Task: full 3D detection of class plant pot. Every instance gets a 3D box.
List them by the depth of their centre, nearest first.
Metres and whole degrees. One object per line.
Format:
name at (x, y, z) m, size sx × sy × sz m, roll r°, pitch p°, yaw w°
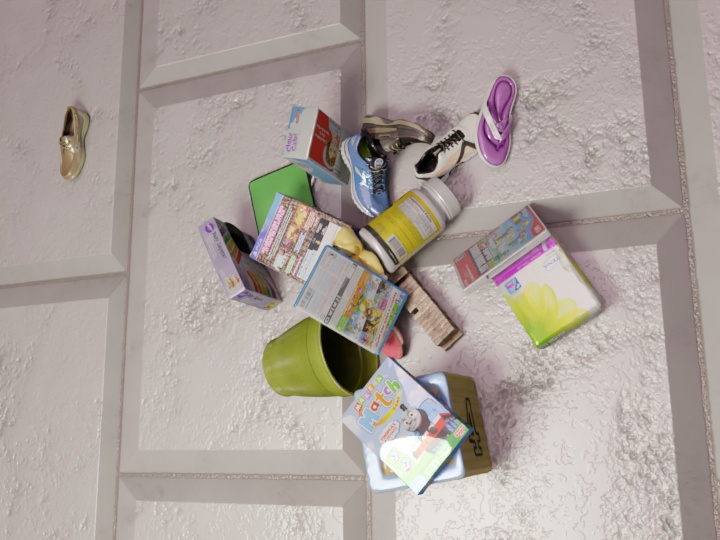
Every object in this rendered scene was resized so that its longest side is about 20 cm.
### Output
plant pot at (-0.097, 0.186, 1.631) m, size 0.193 × 0.200 × 0.201 m, roll -20°, pitch 72°, yaw 32°

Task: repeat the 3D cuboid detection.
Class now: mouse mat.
mouse mat at (-0.179, -0.145, 1.809) m, size 0.160 × 0.008 × 0.201 m, roll -19°, pitch 74°, yaw 19°

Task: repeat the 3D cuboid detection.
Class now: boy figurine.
boy figurine at (0.000, 0.000, 1.612) m, size 0.124 × 0.200 × 0.064 m, roll 9°, pitch 45°, yaw 37°

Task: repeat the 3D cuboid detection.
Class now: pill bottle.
pill bottle at (0.105, -0.098, 1.610) m, size 0.200 × 0.114 × 0.114 m, roll -39°, pitch 66°, yaw -7°

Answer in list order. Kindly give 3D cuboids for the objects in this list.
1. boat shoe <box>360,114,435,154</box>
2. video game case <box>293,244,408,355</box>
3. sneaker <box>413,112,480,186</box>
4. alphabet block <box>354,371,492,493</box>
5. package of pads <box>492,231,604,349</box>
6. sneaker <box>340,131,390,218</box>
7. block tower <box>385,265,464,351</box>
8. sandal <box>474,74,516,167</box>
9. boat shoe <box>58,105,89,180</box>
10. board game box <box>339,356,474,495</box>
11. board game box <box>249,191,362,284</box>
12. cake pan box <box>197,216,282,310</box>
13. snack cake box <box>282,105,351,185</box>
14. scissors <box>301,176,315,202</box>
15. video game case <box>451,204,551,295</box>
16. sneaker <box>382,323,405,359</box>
boat shoe at (0.079, -0.290, 1.695) m, size 0.200 × 0.074 × 0.074 m, roll 20°, pitch 93°, yaw 44°
video game case at (-0.017, 0.059, 1.543) m, size 0.200 × 0.018 × 0.143 m, roll 31°, pitch 73°, yaw -13°
sneaker at (0.192, -0.258, 1.642) m, size 0.200 × 0.080 × 0.074 m, roll -49°, pitch 63°, yaw 6°
alphabet block at (0.124, 0.312, 1.489) m, size 0.195 × 0.200 × 0.197 m, roll -14°, pitch 74°, yaw 20°
package of pads at (0.363, 0.033, 1.513) m, size 0.154 × 0.068 × 0.200 m, roll -36°, pitch 68°, yaw 15°
sneaker at (0.021, -0.209, 1.680) m, size 0.089 × 0.078 × 0.201 m, roll -27°, pitch 82°, yaw 57°
block tower at (0.130, 0.075, 1.614) m, size 0.054 × 0.058 × 0.200 m, roll -44°, pitch 67°, yaw 10°
sandal at (0.286, -0.318, 1.610) m, size 0.082 × 0.050 × 0.203 m, roll 10°, pitch 81°, yaw -12°
boat shoe at (-0.793, -0.347, 2.102) m, size 0.072 × 0.065 × 0.201 m, roll 4°, pitch 81°, yaw 24°
board game box at (0.080, 0.276, 1.385) m, size 0.200 × 0.037 × 0.151 m, roll 40°, pitch 97°, yaw 26°
board game box at (-0.116, -0.059, 1.711) m, size 0.200 × 0.097 × 0.160 m, roll 26°, pitch 96°, yaw 21°
cake pan box at (-0.271, -0.014, 1.739) m, size 0.052 × 0.184 × 0.200 m, roll -31°, pitch 68°, yaw 10°
snack cake box at (-0.087, -0.271, 1.700) m, size 0.067 × 0.200 × 0.115 m, roll 10°, pitch 84°, yaw 26°
scissors at (-0.146, -0.138, 1.802) m, size 0.073 × 0.014 × 0.201 m, roll 4°, pitch 82°, yaw 26°
video game case at (0.276, -0.043, 1.543) m, size 0.200 × 0.143 × 0.017 m, roll -37°, pitch 112°, yaw 13°
sneaker at (0.013, 0.122, 1.600) m, size 0.074 × 0.087 × 0.200 m, roll -18°, pitch 115°, yaw 51°
